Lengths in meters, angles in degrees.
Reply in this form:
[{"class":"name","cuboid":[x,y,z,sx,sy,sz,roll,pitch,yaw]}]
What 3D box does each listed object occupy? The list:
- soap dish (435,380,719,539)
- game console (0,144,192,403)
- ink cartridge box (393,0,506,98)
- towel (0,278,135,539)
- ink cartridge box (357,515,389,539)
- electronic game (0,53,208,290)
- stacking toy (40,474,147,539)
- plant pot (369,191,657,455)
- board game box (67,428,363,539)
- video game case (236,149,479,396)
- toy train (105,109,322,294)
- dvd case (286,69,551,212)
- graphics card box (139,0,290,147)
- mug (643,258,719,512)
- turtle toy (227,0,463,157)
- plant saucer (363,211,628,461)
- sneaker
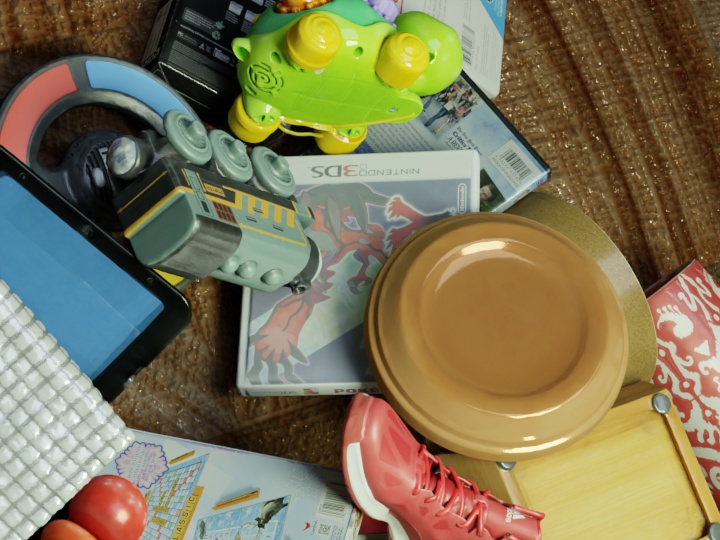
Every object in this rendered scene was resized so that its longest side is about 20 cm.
[{"class":"soap dish","cuboid":[0.174,0.179,1.589,0.200,0.081,0.158,-17,81,-27]},{"class":"game console","cuboid":[-0.251,0.045,1.459,0.200,0.116,0.176,40,54,-13]},{"class":"ink cartridge box","cuboid":[0.035,-0.228,1.758,0.200,0.067,0.116,29,58,-42]},{"class":"towel","cuboid":[-0.276,0.115,1.405,0.200,0.086,0.166,-44,97,-13]},{"class":"ink cartridge box","cuboid":[0.001,0.246,1.567,0.200,0.084,0.176,2,69,-33]},{"class":"electronic game","cuboid":[-0.190,-0.068,1.589,0.200,0.042,0.200,12,69,-31]},{"class":"stacking toy","cuboid":[-0.214,0.217,1.406,0.085,0.085,0.200,46,59,-10]},{"class":"plant pot","cuboid":[0.100,0.064,1.663,0.200,0.186,0.187,-31,89,-26]},{"class":"board game box","cuboid":[-0.114,0.217,1.459,0.199,0.041,0.200,10,59,12]},{"class":"video game case","cuboid":[0.000,0.000,1.614,0.182,0.023,0.200,-2,64,8]},{"class":"toy train","cuboid":[-0.104,-0.041,1.538,0.200,0.085,0.114,20,40,-54]},{"class":"dvd case","cuboid":[0.032,-0.072,1.680,0.200,0.018,0.143,-36,71,-12]},{"class":"graphics card box","cuboid":[-0.097,-0.210,1.710,0.125,0.051,0.200,27,57,-23]},{"class":"mug","cuboid":[0.303,0.102,1.827,0.133,0.178,0.200,-38,89,-2]},{"class":"turtle toy","cuboid":[-0.009,-0.164,1.632,0.200,0.146,0.101,8,59,-27]},{"class":"plant saucer","cuboid":[0.103,0.042,1.552,0.200,0.037,0.200,3,63,-7]},{"class":"sneaker","cuboid":[0.067,0.153,1.471,0.200,0.115,0.078,60,36,-46]}]
